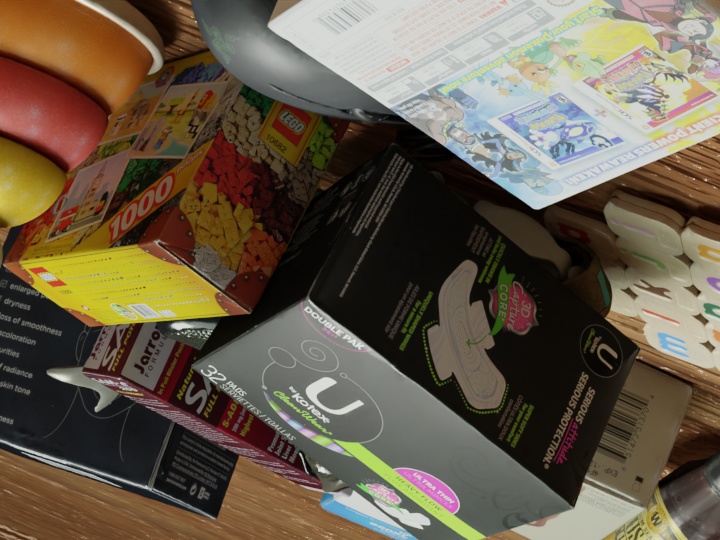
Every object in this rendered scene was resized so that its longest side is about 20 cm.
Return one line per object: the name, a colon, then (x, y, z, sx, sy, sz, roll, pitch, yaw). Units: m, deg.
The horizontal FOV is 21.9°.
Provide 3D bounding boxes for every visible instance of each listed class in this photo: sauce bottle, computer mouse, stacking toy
sauce bottle: (0.238, 0.184, 1.390, 0.066, 0.066, 0.200, 27, 132, -10)
computer mouse: (-0.012, -0.110, 1.019, 0.200, 0.053, 0.138, 29, 160, -15)
stacking toy: (-0.213, -0.077, 1.094, 0.146, 0.200, 0.146, 20, 169, 4)

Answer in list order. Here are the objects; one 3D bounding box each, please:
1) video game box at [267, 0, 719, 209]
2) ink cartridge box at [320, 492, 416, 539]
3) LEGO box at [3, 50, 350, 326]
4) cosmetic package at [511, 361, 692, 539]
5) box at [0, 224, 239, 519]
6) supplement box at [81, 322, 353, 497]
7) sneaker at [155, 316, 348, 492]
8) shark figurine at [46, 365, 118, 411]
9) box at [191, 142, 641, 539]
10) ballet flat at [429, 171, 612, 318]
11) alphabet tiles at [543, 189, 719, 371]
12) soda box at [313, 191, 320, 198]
video game box: (0.084, -0.115, 0.874, 0.182, 0.047, 0.200, 35, 149, -23)
ink cartridge box: (0.053, 0.112, 1.377, 0.084, 0.145, 0.200, 24, 161, -8)
LEGO box: (-0.113, -0.050, 1.138, 0.077, 0.149, 0.200, 38, 155, -28)
cosmetic package: (0.164, 0.137, 1.385, 0.087, 0.104, 0.200, 24, 159, 1)
box: (-0.181, 0.060, 1.407, 0.200, 0.197, 0.124, 14, 168, 25)
supplement box: (-0.076, 0.065, 1.262, 0.200, 0.109, 0.061, 30, 165, -29)
sneaker: (-0.042, 0.074, 1.188, 0.199, 0.114, 0.076, 17, 162, -25)
shark figurine: (-0.155, -0.014, 1.304, 0.128, 0.215, 0.089, -8, 177, 7)
box: (0.033, 0.052, 1.100, 0.200, 0.124, 0.148, 39, 146, -14)
ballet flat: (0.063, -0.021, 1.147, 0.200, 0.068, 0.072, 23, 148, 18)
alphabet tiles: (0.210, 0.016, 1.138, 0.195, 0.015, 0.200, 20, 161, 26)
soda box: (0.000, 0.000, 1.271, 0.200, 0.064, 0.068, 21, 160, 9)
